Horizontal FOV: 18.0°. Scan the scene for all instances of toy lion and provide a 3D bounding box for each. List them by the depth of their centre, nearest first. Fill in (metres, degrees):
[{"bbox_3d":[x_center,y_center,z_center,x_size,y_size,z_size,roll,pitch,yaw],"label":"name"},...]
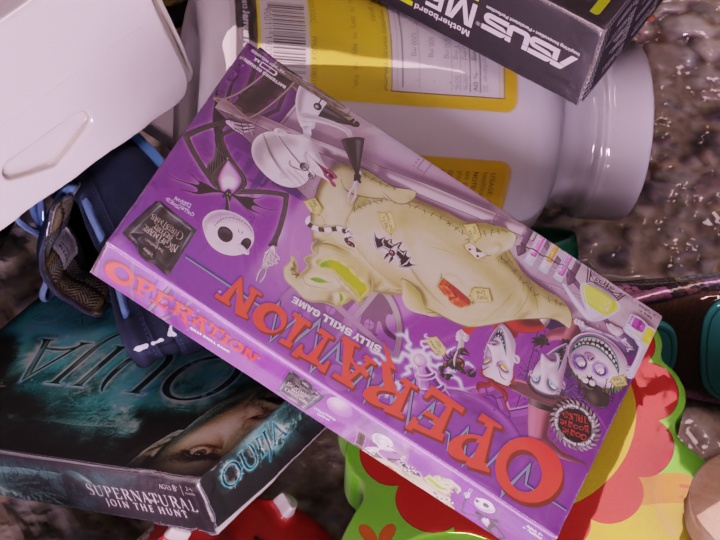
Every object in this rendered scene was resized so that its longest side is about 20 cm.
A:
[{"bbox_3d":[0.062,0.094,0.905,0.191,0.069,0.200,37,62,21],"label":"toy lion"}]

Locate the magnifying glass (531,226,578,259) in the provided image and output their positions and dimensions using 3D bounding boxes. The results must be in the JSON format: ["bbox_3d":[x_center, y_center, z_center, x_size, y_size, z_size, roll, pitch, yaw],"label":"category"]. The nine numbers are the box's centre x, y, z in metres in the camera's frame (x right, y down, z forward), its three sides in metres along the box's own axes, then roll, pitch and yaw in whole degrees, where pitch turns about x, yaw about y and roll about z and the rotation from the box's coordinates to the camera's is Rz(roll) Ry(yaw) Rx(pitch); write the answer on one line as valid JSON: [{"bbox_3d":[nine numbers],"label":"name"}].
[{"bbox_3d":[0.000,0.000,1.035,0.198,0.023,0.080,-7,10,1],"label":"magnifying glass"}]

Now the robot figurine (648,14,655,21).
[{"bbox_3d":[0.058,-0.151,1.113,0.116,0.145,0.200,-25,24,-24],"label":"robot figurine"}]

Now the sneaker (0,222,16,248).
[{"bbox_3d":[-0.208,-0.060,1.078,0.115,0.076,0.201,16,53,0],"label":"sneaker"}]

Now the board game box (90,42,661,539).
[{"bbox_3d":[0.010,0.009,0.874,0.199,0.032,0.120,33,57,-3],"label":"board game box"}]

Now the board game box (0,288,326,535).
[{"bbox_3d":[-0.089,0.047,0.932,0.199,0.028,0.135,3,34,42],"label":"board game box"}]

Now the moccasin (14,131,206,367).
[{"bbox_3d":[-0.109,-0.019,0.952,0.068,0.081,0.200,-33,25,-12],"label":"moccasin"}]

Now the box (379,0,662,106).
[{"bbox_3d":[0.074,-0.175,1.000,0.160,0.044,0.200,29,48,11],"label":"box"}]

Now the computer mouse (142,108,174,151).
[{"bbox_3d":[-0.072,-0.063,1.086,0.198,0.044,0.110,12,15,6],"label":"computer mouse"}]

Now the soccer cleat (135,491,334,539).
[{"bbox_3d":[-0.085,0.142,0.880,0.199,0.085,0.069,-21,69,-50],"label":"soccer cleat"}]

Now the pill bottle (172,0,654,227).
[{"bbox_3d":[0.022,-0.068,0.996,0.198,0.112,0.113,4,45,-12],"label":"pill bottle"}]

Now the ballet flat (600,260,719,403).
[{"bbox_3d":[0.143,0.024,1.014,0.198,0.070,0.071,-2,32,-3],"label":"ballet flat"}]

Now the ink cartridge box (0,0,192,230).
[{"bbox_3d":[-0.186,-0.110,0.968,0.145,0.084,0.200,-38,45,-14],"label":"ink cartridge box"}]

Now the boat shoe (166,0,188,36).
[{"bbox_3d":[-0.176,-0.155,1.165,0.198,0.068,0.072,8,44,-1],"label":"boat shoe"}]

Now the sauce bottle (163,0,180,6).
[{"bbox_3d":[-0.101,-0.164,1.128,0.199,0.065,0.065,-28,53,-31],"label":"sauce bottle"}]
